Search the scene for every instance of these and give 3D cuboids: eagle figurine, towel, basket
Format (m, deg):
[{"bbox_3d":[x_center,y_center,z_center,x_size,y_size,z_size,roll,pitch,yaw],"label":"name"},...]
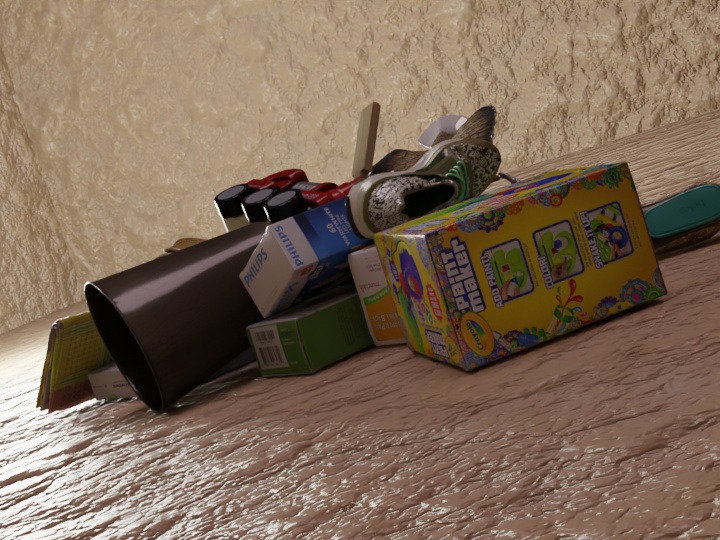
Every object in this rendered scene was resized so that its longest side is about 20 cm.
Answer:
[{"bbox_3d":[0.107,-0.128,1.625,0.149,0.154,0.200,21,-4,21],"label":"eagle figurine"},{"bbox_3d":[-0.315,0.096,1.686,0.199,0.145,0.023,-20,46,-43],"label":"towel"},{"bbox_3d":[-0.175,0.039,1.470,0.198,0.137,0.180,-28,45,-23],"label":"basket"}]

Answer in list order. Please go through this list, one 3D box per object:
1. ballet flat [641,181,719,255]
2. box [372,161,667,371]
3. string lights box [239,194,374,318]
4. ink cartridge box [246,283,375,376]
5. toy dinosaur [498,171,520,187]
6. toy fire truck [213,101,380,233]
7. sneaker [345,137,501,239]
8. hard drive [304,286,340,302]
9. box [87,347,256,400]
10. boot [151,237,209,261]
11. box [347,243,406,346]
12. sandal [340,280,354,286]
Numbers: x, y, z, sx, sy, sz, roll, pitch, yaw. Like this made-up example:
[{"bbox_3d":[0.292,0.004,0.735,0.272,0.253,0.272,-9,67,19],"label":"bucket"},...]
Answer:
[{"bbox_3d":[0.286,-0.034,1.378,0.197,0.072,0.065,-14,-21,12],"label":"ballet flat"},{"bbox_3d":[0.135,-0.006,1.203,0.190,0.124,0.200,-20,6,-11],"label":"box"},{"bbox_3d":[-0.023,-0.030,1.426,0.198,0.059,0.103,-24,-18,-34],"label":"string lights box"},{"bbox_3d":[-0.013,0.051,1.443,0.198,0.060,0.103,-22,7,-35],"label":"ink cartridge box"},{"bbox_3d":[0.230,-0.033,1.615,0.198,0.106,0.181,27,12,24],"label":"toy dinosaur"},{"bbox_3d":[-0.054,-0.097,1.577,0.199,0.130,0.175,-34,23,-28],"label":"toy fire truck"},{"bbox_3d":[0.084,-0.080,1.377,0.199,0.078,0.088,-28,22,-32],"label":"sneaker"},{"bbox_3d":[-0.014,0.025,1.593,0.198,0.038,0.140,-20,27,-17],"label":"hard drive"},{"bbox_3d":[-0.220,0.112,1.633,0.155,0.042,0.199,-21,7,-38],"label":"box"},{"bbox_3d":[-0.210,0.002,1.664,0.199,0.073,0.155,37,11,38],"label":"boot"},{"bbox_3d":[0.103,-0.004,1.390,0.198,0.103,0.112,-22,6,-35],"label":"box"},{"bbox_3d":[0.000,0.000,1.553,0.199,0.043,0.076,20,50,41],"label":"sandal"}]
